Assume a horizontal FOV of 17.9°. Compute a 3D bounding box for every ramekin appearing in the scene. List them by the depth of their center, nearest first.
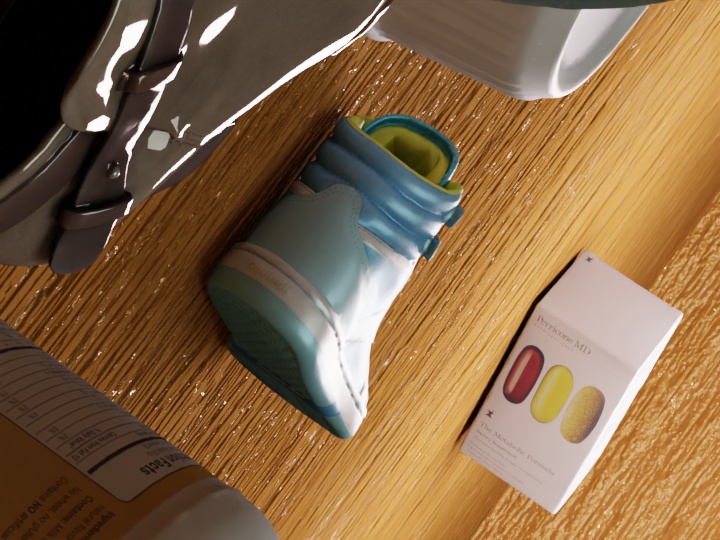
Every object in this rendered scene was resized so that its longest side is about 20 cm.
[{"bbox_3d":[0.082,-0.159,0.905,0.203,0.094,0.202,-52,168,-16],"label":"ramekin"}]

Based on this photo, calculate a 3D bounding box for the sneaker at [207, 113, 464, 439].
[{"bbox_3d":[0.000,0.000,1.067,0.131,0.079,0.200,-52,169,-12],"label":"sneaker"}]

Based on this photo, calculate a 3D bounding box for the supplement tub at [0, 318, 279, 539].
[{"bbox_3d":[-0.107,0.082,0.523,0.145,0.200,0.144,-52,169,-15],"label":"supplement tub"}]

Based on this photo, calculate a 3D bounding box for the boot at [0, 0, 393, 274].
[{"bbox_3d":[-0.048,-0.084,0.640,0.200,0.070,0.146,-58,167,12],"label":"boot"}]

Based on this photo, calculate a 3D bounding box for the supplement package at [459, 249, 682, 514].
[{"bbox_3d":[0.191,0.102,2.100,0.110,0.114,0.200,-44,163,-48],"label":"supplement package"}]

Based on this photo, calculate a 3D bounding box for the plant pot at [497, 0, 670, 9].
[{"bbox_3d":[0.054,-0.195,0.473,0.196,0.200,0.200,-58,173,-34],"label":"plant pot"}]
